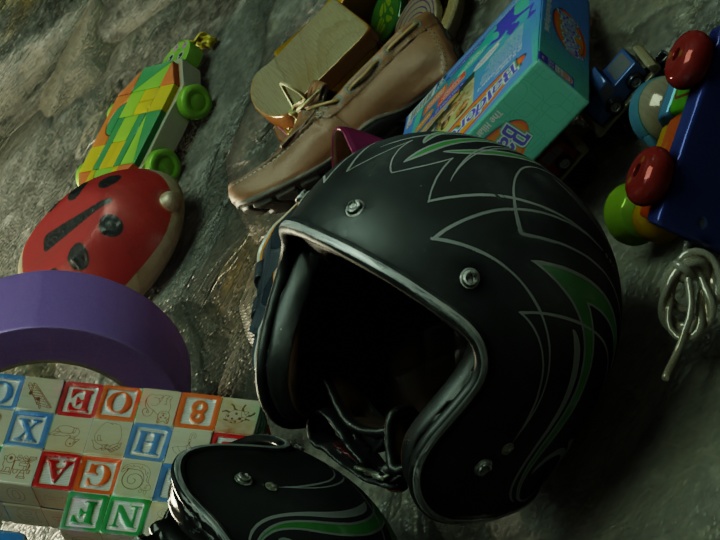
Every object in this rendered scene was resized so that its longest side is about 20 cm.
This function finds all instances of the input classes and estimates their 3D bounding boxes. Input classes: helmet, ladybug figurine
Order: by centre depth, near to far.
[{"bbox_3d":[0.047,0.020,1.055,0.200,0.200,0.191,-137,56,-61],"label":"helmet"},{"bbox_3d":[-0.062,0.191,1.093,0.200,0.191,0.200,-1,87,31],"label":"helmet"},{"bbox_3d":[-0.230,-0.023,1.679,0.200,0.072,0.136,-35,47,34],"label":"ladybug figurine"}]

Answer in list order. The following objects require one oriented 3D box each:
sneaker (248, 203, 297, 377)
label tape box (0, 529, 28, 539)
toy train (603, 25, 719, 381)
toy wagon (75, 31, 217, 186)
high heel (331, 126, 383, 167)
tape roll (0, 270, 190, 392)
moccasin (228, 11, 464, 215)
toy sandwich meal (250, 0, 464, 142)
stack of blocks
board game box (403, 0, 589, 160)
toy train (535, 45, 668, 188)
[{"bbox_3d":[-0.035,0.017,1.349,0.079,0.078,0.200,-17,36,43],"label":"sneaker"},{"bbox_3d":[-0.273,0.278,1.410,0.200,0.063,0.144,99,177,-70],"label":"label tape box"},{"bbox_3d":[0.172,-0.032,1.089,0.200,0.085,0.116,-70,15,-11],"label":"toy train"},{"bbox_3d":[-0.196,-0.142,1.801,0.155,0.040,0.200,-3,59,56],"label":"toy wagon"},{"bbox_3d":[0.000,0.000,1.290,0.067,0.096,0.200,-31,37,38],"label":"high heel"},{"bbox_3d":[-0.226,0.096,1.433,0.200,0.200,0.066,-41,32,27],"label":"tape roll"},{"bbox_3d":[-0.016,-0.113,1.410,0.201,0.074,0.078,-38,76,16],"label":"moccasin"},{"bbox_3d":[-0.004,-0.181,1.510,0.205,0.070,0.205,-38,33,31],"label":"toy sandwich meal"},{"bbox_3d":[-0.171,0.142,1.323,0.200,0.059,0.115,6,55,11],"label":"stack of blocks"},{"bbox_3d":[0.084,-0.103,1.258,0.152,0.045,0.200,-47,12,24],"label":"board game box"},{"bbox_3d":[0.121,-0.066,1.223,0.200,0.046,0.034,-48,29,14],"label":"toy train"}]
